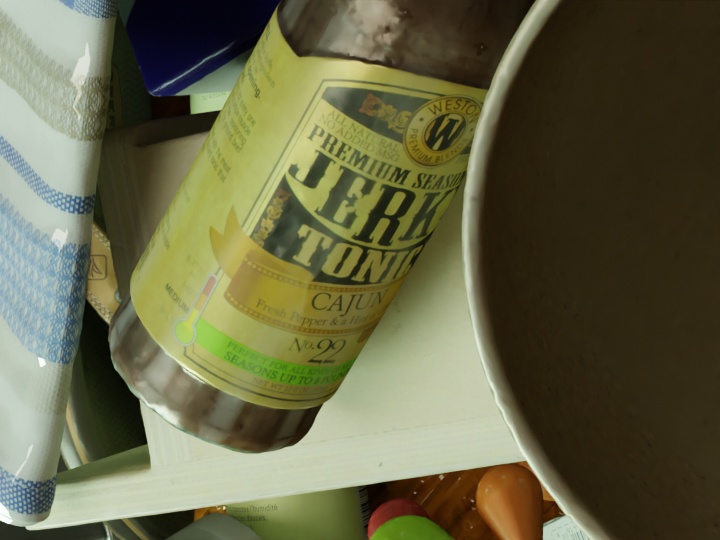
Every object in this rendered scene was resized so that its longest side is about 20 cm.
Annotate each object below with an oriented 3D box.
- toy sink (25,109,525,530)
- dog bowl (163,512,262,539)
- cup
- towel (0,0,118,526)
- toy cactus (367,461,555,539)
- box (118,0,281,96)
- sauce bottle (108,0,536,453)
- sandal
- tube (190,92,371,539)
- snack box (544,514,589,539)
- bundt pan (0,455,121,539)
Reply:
[{"bbox_3d":[0.000,0.000,0.786,0.199,0.130,0.113,-11,91,30],"label":"toy sink"},{"bbox_3d":[-0.044,0.185,0.890,0.200,0.058,0.201,48,148,43],"label":"dog bowl"},{"bbox_3d":[0.136,-0.022,0.652,0.199,0.143,0.202,4,109,13],"label":"cup"},{"bbox_3d":[-0.119,-0.042,0.766,0.147,0.024,0.201,36,125,45],"label":"towel"},{"bbox_3d":[0.089,0.109,0.708,0.199,0.165,0.103,24,94,6],"label":"toy cactus"},{"bbox_3d":[-0.006,-0.180,0.803,0.183,0.105,0.201,-27,81,44],"label":"box"},{"bbox_3d":[0.002,-0.045,0.660,0.065,0.064,0.201,45,122,27],"label":"sauce bottle"},{"bbox_3d":[-0.075,0.002,0.943,0.054,0.082,0.202,-3,90,22],"label":"sandal"},{"bbox_3d":[-0.033,0.012,0.909,0.058,0.052,0.202,-6,92,25],"label":"tube"},{"bbox_3d":[0.049,0.153,0.866,0.200,0.037,0.117,-31,77,43],"label":"snack box"},{"bbox_3d":[-0.177,0.076,1.022,0.201,0.075,0.204,17,112,51],"label":"bundt pan"}]
